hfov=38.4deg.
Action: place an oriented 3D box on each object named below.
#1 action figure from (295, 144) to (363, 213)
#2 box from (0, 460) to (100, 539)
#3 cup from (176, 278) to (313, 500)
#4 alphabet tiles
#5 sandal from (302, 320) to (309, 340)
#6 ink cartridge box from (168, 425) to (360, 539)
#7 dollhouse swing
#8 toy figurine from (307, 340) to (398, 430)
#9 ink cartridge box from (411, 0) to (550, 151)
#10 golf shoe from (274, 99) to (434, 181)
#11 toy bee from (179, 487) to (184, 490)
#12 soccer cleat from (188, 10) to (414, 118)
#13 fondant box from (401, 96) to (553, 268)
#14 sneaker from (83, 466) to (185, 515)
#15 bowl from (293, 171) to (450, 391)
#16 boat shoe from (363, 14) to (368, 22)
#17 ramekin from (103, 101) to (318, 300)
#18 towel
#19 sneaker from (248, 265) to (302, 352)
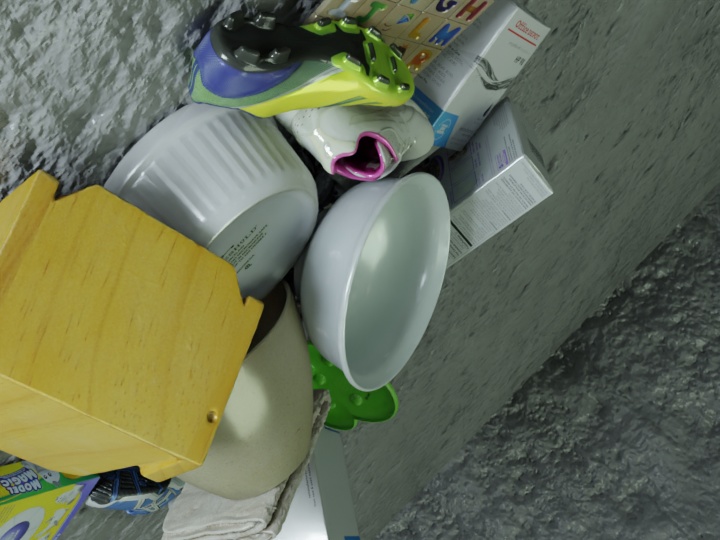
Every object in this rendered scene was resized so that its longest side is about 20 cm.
[{"bbox_3d":[-0.035,-0.070,1.019,0.130,0.070,0.200,-41,158,0],"label":"action figure"},{"bbox_3d":[-0.350,0.239,0.980,0.118,0.048,0.199,-54,158,17],"label":"box"},{"bbox_3d":[-0.119,0.120,0.941,0.199,0.199,0.145,-39,115,-21],"label":"cup"},{"bbox_3d":[0.019,-0.198,0.859,0.165,0.006,0.199,1,147,-48],"label":"alphabet tiles"},{"bbox_3d":[-0.065,0.125,1.369,0.083,0.049,0.205,-47,150,-34],"label":"sandal"},{"bbox_3d":[-0.122,0.288,1.293,0.196,0.148,0.147,-15,163,12],"label":"ink cartridge box"},{"bbox_3d":[-0.217,0.052,0.770,0.198,0.174,0.185,31,71,-33],"label":"dollhouse swing"},{"bbox_3d":[0.008,0.080,1.294,0.186,0.148,0.201,-61,176,-32],"label":"toy figurine"},{"bbox_3d":[0.118,-0.224,1.042,0.201,0.067,0.115,-54,160,18],"label":"ink cartridge box"},{"bbox_3d":[0.009,-0.111,0.913,0.198,0.092,0.075,2,139,-52],"label":"golf shoe"},{"bbox_3d":[-0.196,0.159,1.104,0.132,0.108,0.200,-58,-176,8],"label":"toy bee"},{"bbox_3d":[-0.044,-0.152,0.803,0.197,0.066,0.084,-1,151,-40],"label":"soccer cleat"},{"bbox_3d":[0.104,-0.080,1.115,0.199,0.058,0.145,-35,-154,21],"label":"fondant box"},{"bbox_3d":[-0.249,0.244,1.156,0.078,0.075,0.199,-55,158,12],"label":"sneaker"},{"bbox_3d":[0.000,0.000,0.948,0.201,0.089,0.205,-42,141,-46],"label":"bowl"},{"bbox_3d":[0.070,-0.262,0.868,0.199,0.065,0.073,-38,159,-23],"label":"boat shoe"},{"bbox_3d":[-0.121,-0.037,0.856,0.202,0.094,0.203,-41,160,-18],"label":"ramekin"},{"bbox_3d":[-0.107,0.194,1.004,0.130,0.035,0.201,-15,-153,27],"label":"towel"},{"bbox_3d":[-0.092,0.061,1.040,0.199,0.097,0.078,-38,156,31],"label":"sneaker"}]
